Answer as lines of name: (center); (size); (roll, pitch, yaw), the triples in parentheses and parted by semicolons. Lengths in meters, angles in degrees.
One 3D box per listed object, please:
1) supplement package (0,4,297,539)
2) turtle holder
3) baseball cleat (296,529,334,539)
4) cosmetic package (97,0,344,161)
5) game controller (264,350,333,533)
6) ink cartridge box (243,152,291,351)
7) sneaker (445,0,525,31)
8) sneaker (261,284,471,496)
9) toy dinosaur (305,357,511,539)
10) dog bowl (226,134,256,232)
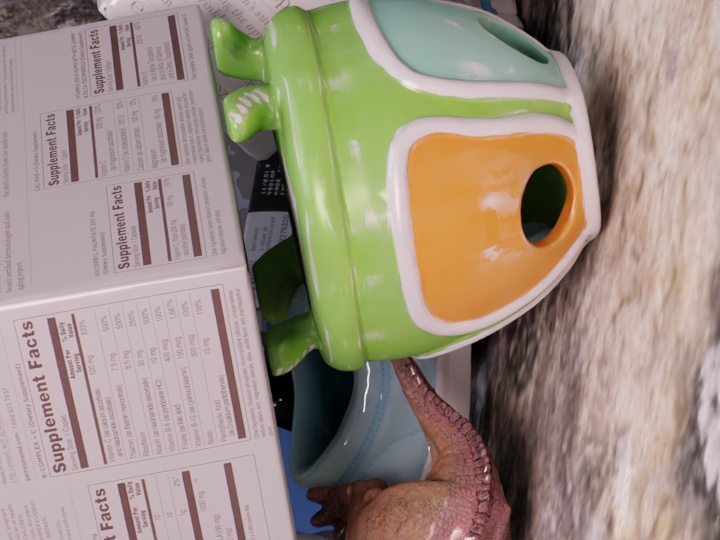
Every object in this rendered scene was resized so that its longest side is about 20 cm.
supplement package: (-0.094, 0.019, 0.993); (0.200, 0.110, 0.156); (-103, 4, -57)
turtle holder: (0.018, -0.037, 0.997); (0.186, 0.131, 0.142); (131, 129, -87)
baseball cleat: (-0.028, 0.155, 1.193); (0.200, 0.106, 0.070); (110, 151, -61)
cosmetic package: (-0.008, -0.154, 1.102); (0.200, 0.102, 0.074); (-44, 18, 9)
game controller: (-0.021, 0.097, 1.215); (0.042, 0.104, 0.200); (-60, -2, -29)
ink cartridge box: (-0.018, 0.025, 1.242); (0.200, 0.037, 0.095); (67, -152, -57)
sneaker: (0.028, -0.110, 1.174); (0.075, 0.086, 0.201); (113, 162, -48)
sneaker: (0.000, 0.000, 1.086); (0.074, 0.082, 0.201); (-16, 73, 50)
toy dinosaur: (0.024, 0.124, 0.994); (0.136, 0.085, 0.201); (160, 122, -80)
dog bowl: (-0.044, 0.013, 1.328); (0.200, 0.058, 0.201); (-1, -90, -71)
